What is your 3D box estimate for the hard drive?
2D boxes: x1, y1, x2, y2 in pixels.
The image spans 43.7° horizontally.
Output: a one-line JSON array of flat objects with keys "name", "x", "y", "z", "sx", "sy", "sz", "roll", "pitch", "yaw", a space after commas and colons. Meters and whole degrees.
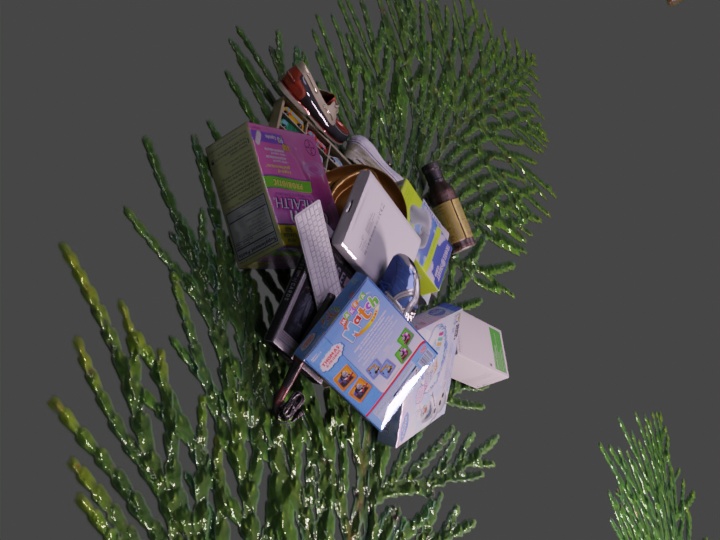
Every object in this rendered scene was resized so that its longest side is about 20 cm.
[{"name": "hard drive", "x": 0.029, "y": -0.047, "z": 1.436, "sx": 0.200, "sy": 0.026, "sz": 0.134, "roll": 48, "pitch": 56, "yaw": -48}]

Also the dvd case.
[{"name": "dvd case", "x": -0.063, "y": 0.051, "z": 1.362, "sx": 0.150, "sy": 0.024, "sz": 0.203, "roll": 48, "pitch": 59, "yaw": -48}]

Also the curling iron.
[{"name": "curling iron", "x": -0.080, "y": 0.127, "z": 1.308, "sx": 0.049, "sy": 0.025, "sz": 0.203, "roll": 30, "pitch": 73, "yaw": -40}]

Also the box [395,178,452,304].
[{"name": "box", "x": 0.103, "y": -0.051, "z": 1.646, "sx": 0.201, "sy": 0.047, "sz": 0.123, "roll": 53, "pitch": 40, "yaw": -28}]

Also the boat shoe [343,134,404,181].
[{"name": "boat shoe", "x": 0.032, "y": -0.172, "z": 1.743, "sx": 0.200, "sy": 0.071, "sz": 0.062, "roll": 46, "pitch": 61, "yaw": -24}]

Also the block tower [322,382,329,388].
[{"name": "block tower", "x": 0.007, "y": 0.149, "z": 1.481, "sx": 0.199, "sy": 0.053, "sz": 0.059, "roll": -4, "pitch": 71, "yaw": -58}]

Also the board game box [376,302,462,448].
[{"name": "board game box", "x": 0.102, "y": 0.173, "z": 1.522, "sx": 0.198, "sy": 0.043, "sz": 0.204, "roll": -18, "pitch": 119, "yaw": -60}]

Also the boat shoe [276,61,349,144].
[{"name": "boat shoe", "x": -0.073, "y": -0.301, "z": 1.630, "sx": 0.200, "sy": 0.062, "sz": 0.071, "roll": 40, "pitch": 12, "yaw": -47}]

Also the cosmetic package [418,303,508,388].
[{"name": "cosmetic package", "x": 0.200, "y": 0.151, "z": 1.749, "sx": 0.199, "sy": 0.084, "sz": 0.109, "roll": 26, "pitch": 49, "yaw": -49}]

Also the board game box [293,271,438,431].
[{"name": "board game box", "x": 0.013, "y": 0.123, "z": 1.331, "sx": 0.152, "sy": 0.036, "sz": 0.200, "roll": -51, "pitch": 127, "yaw": -11}]

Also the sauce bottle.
[{"name": "sauce bottle", "x": 0.187, "y": -0.138, "z": 1.945, "sx": 0.064, "sy": 0.064, "sz": 0.203, "roll": -12, "pitch": 80, "yaw": -58}]

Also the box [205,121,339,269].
[{"name": "box", "x": -0.129, "y": -0.112, "z": 1.407, "sx": 0.175, "sy": 0.096, "sz": 0.203, "roll": 1, "pitch": 69, "yaw": -57}]

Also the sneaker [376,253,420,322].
[{"name": "sneaker", "x": 0.033, "y": 0.067, "z": 1.393, "sx": 0.076, "sy": 0.075, "sz": 0.203, "roll": 23, "pitch": 80, "yaw": -35}]

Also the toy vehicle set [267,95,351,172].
[{"name": "toy vehicle set", "x": -0.089, "y": -0.201, "z": 1.597, "sx": 0.200, "sy": 0.026, "sz": 0.126, "roll": 42, "pitch": 38, "yaw": -34}]

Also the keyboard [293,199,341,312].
[{"name": "keyboard", "x": -0.058, "y": -0.002, "z": 1.327, "sx": 0.056, "sy": 0.011, "sz": 0.203, "roll": -42, "pitch": 129, "yaw": -43}]

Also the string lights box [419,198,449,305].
[{"name": "string lights box", "x": 0.115, "y": -0.037, "z": 1.770, "sx": 0.103, "sy": 0.058, "sz": 0.202, "roll": 50, "pitch": 34, "yaw": -26}]

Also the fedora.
[{"name": "fedora", "x": -0.008, "y": -0.105, "z": 1.506, "sx": 0.082, "sy": 0.197, "sz": 0.204, "roll": 104, "pitch": -21, "yaw": -65}]
